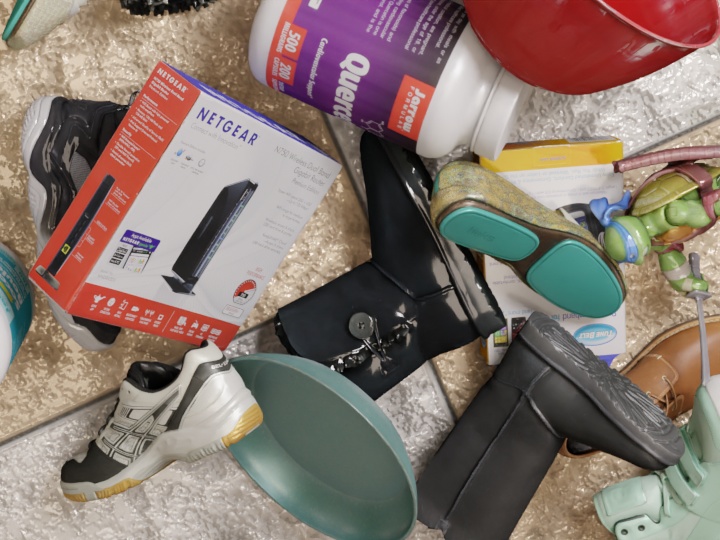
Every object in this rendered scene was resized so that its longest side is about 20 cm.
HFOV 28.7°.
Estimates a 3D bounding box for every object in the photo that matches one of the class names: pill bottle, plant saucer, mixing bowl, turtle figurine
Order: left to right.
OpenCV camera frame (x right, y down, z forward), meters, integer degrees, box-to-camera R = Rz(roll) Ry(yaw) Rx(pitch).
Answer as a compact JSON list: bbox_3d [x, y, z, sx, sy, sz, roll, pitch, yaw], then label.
[{"bbox_3d":[-0.304,0.043,1.029,0.110,0.200,0.112,-1,103,-6],"label":"pill bottle"},{"bbox_3d":[-0.031,0.135,1.108,0.200,0.199,0.036,52,54,-13],"label":"plant saucer"},{"bbox_3d":[0.024,-0.156,1.039,0.199,0.112,0.113,25,99,8],"label":"pill bottle"},{"bbox_3d":[0.143,-0.199,0.983,0.200,0.201,0.108,37,128,-12],"label":"mixing bowl"},{"bbox_3d":[0.296,-0.028,1.087,0.193,0.200,0.144,-37,143,-16],"label":"turtle figurine"}]

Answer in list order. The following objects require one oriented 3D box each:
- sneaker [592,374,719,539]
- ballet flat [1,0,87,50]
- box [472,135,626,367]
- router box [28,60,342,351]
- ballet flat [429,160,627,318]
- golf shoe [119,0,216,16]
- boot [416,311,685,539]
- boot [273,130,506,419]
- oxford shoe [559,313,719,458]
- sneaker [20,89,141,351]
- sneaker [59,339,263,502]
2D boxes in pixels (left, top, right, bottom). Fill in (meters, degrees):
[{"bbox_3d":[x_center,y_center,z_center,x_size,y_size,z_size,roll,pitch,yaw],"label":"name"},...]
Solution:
[{"bbox_3d":[0.252,0.173,1.150,0.117,0.074,0.202,-8,130,-1],"label":"sneaker"},{"bbox_3d":[-0.201,-0.246,1.048,0.062,0.067,0.201,24,99,-20],"label":"ballet flat"},{"bbox_3d":[0.155,-0.005,1.148,0.118,0.042,0.202,-4,105,-5],"label":"box"},{"bbox_3d":[-0.124,-0.039,1.039,0.049,0.200,0.180,37,99,30],"label":"router box"},{"bbox_3d":[0.132,-0.028,1.083,0.199,0.071,0.071,26,99,-32],"label":"ballet flat"},{"bbox_3d":[-0.104,-0.266,1.056,0.199,0.078,0.095,-30,86,0],"label":"golf shoe"},{"bbox_3d":[0.141,0.161,1.116,0.165,0.065,0.201,44,114,27],"label":"boot"},{"bbox_3d":[0.000,0.000,1.112,0.167,0.076,0.201,-28,91,10],"label":"boot"},{"bbox_3d":[0.247,0.104,1.165,0.199,0.071,0.072,-30,102,0],"label":"oxford shoe"},{"bbox_3d":[-0.187,-0.039,1.073,0.113,0.075,0.202,-7,100,16],"label":"sneaker"},{"bbox_3d":[-0.168,0.116,1.109,0.199,0.076,0.088,-27,93,27],"label":"sneaker"}]
